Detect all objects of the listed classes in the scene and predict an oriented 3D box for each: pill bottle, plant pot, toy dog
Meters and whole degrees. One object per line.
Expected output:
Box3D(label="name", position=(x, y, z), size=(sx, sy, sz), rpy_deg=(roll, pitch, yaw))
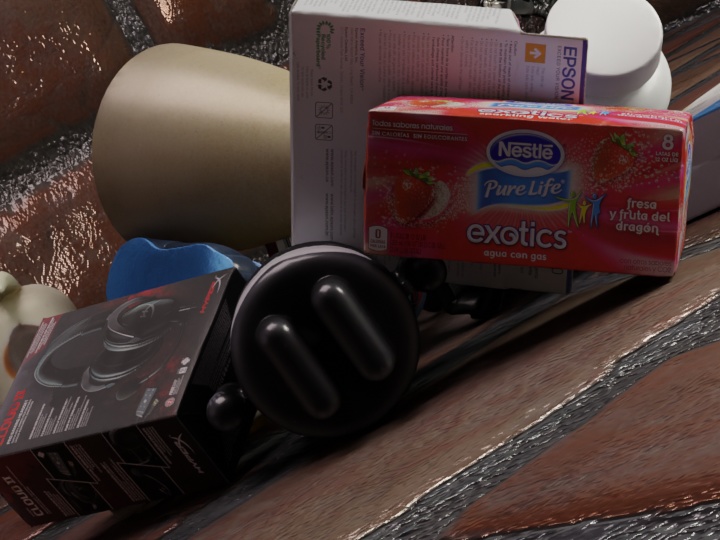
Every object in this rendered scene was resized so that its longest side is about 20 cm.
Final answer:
Box3D(label="pill bottle", position=(0.170, -0.117, 1.593), size=(0.113, 0.113, 0.200), rpy_deg=(-30, -27, -18))
Box3D(label="plant pot", position=(-0.089, -0.098, 1.788), size=(0.200, 0.188, 0.187), rpy_deg=(3, 26, 44))
Box3D(label="toy dog", position=(-0.248, 0.106, 1.812), size=(0.139, 0.194, 0.200), rpy_deg=(-16, 36, -10))

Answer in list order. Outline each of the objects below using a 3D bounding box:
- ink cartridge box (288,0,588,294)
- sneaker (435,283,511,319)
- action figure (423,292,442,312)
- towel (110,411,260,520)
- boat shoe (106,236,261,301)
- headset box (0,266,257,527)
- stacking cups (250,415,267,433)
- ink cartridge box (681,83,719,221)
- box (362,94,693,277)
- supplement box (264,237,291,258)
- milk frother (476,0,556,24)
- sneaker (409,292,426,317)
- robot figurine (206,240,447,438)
Box3D(label="ink cartridge box", position=(0.052, -0.085, 1.455), size=(0.200, 0.197, 0.043), rpy_deg=(6, 31, 8))
Box3D(label="sneaker", position=(0.087, -0.009, 1.619), size=(0.111, 0.077, 0.200), rpy_deg=(-37, 1, -22))
Box3D(label="action figure", position=(0.108, -0.038, 1.829), size=(0.130, 0.069, 0.200), rpy_deg=(-10, 19, 25))
Box3D(label="towel", position=(-0.130, 0.093, 1.593), size=(0.200, 0.034, 0.133), rpy_deg=(-41, 33, -12))
Box3D(label="boat shoe", position=(-0.142, 0.017, 1.748), size=(0.069, 0.084, 0.200), rpy_deg=(12, -1, -32))
Box3D(label="headset box", position=(-0.170, 0.092, 1.527), size=(0.200, 0.077, 0.149), rpy_deg=(-13, 37, 30))
Box3D(label="stacking cups", position=(-0.120, 0.103, 1.734), size=(0.060, 0.061, 0.200), rpy_deg=(-30, 5, -15))
Box3D(label="ink cartridge box", position=(0.295, -0.112, 1.554), size=(0.115, 0.068, 0.200), rpy_deg=(-26, 6, 41))
Box3D(label="box", position=(0.107, -0.056, 1.364), size=(0.200, 0.096, 0.100), rpy_deg=(4, 11, 11))
Box3D(label="supplement box", position=(0.014, -0.035, 1.944), size=(0.110, 0.086, 0.200), rpy_deg=(-27, -15, 32))
Box3D(label="milk frother", position=(0.177, -0.176, 2.011), size=(0.180, 0.200, 0.188), rpy_deg=(-17, 11, -39))
Box3D(label="sneaker", position=(0.016, -0.011, 1.588), size=(0.079, 0.200, 0.096), rpy_deg=(5, 37, 12))
Box3D(label="robot figurine", position=(-0.023, 0.045, 1.410), size=(0.150, 0.125, 0.200), rpy_deg=(3, 4, -3))
